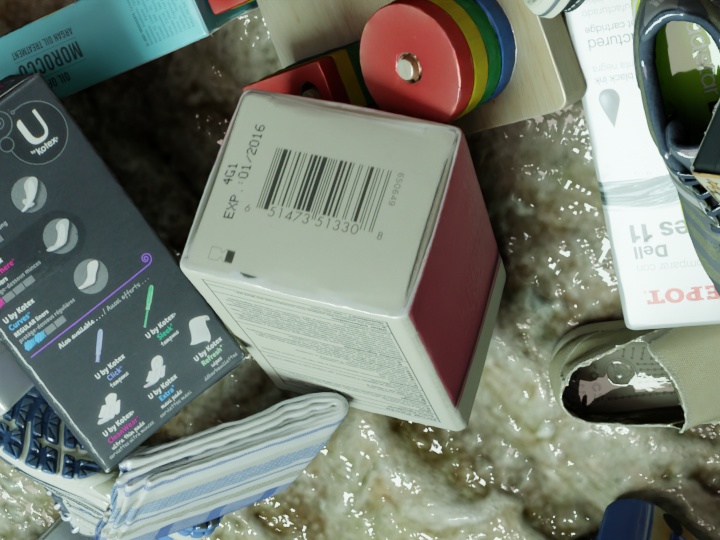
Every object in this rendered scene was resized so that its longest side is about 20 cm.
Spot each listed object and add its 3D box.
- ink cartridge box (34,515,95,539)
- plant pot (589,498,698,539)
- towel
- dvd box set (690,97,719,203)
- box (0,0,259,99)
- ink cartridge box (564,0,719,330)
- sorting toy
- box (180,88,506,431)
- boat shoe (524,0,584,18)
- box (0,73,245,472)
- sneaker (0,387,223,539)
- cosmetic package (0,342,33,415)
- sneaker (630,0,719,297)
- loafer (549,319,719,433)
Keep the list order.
[{"bbox_3d":[-0.229,0.289,1.127,0.146,0.084,0.200,46,122,-2],"label":"ink cartridge box"},{"bbox_3d":[0.167,0.270,0.895,0.200,0.200,0.180,40,115,1],"label":"plant pot"},{"bbox_3d":[-0.093,0.130,0.927,0.024,0.146,0.200,67,159,16],"label":"towel"},{"bbox_3d":[0.241,-0.055,0.697,0.200,0.147,0.029,36,163,-38],"label":"dvd box set"},{"bbox_3d":[-0.163,-0.143,0.904,0.199,0.082,0.049,-17,105,27],"label":"box"},{"bbox_3d":[0.200,-0.077,0.783,0.145,0.083,0.202,-6,110,25],"label":"ink cartridge box"},{"bbox_3d":[-0.004,-0.157,0.794,0.198,0.069,0.201,-10,106,48],"label":"sorting toy"},{"bbox_3d":[0.000,0.000,0.826,0.127,0.110,0.200,12,161,17],"label":"box"},{"bbox_3d":[0.153,-0.201,0.718,0.062,0.075,0.201,37,87,-16],"label":"boat shoe"},{"bbox_3d":[-0.174,-0.003,0.846,0.106,0.122,0.201,-39,108,-13],"label":"box"},{"bbox_3d":[-0.198,0.152,1.053,0.199,0.077,0.085,30,131,-1],"label":"sneaker"},{"bbox_3d":[-0.295,-0.004,0.972,0.165,0.167,0.201,-23,104,30],"label":"cosmetic package"},{"bbox_3d":[0.173,-0.052,0.708,0.073,0.081,0.201,-19,104,29],"label":"sneaker"},{"bbox_3d":[0.200,0.058,0.853,0.199,0.068,0.076,-16,106,28],"label":"loafer"}]
